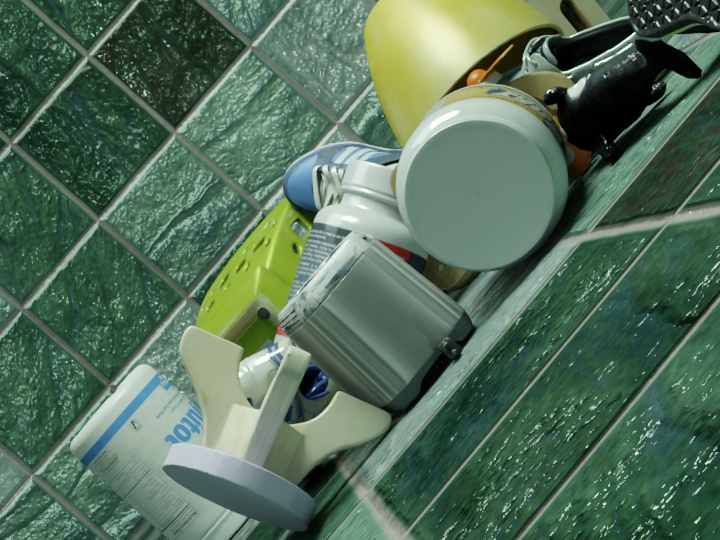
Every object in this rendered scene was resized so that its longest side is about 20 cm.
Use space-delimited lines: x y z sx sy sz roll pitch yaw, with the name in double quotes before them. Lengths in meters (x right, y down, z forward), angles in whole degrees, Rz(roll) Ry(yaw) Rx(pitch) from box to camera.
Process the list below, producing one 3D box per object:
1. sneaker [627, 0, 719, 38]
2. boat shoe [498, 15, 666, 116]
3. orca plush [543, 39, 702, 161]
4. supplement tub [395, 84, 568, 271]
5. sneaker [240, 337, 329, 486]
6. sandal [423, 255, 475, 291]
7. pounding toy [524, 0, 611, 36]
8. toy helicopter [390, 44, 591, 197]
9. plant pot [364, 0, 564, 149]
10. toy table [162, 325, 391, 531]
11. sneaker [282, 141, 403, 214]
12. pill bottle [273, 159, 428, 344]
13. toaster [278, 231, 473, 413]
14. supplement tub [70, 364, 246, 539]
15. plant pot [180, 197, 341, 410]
"sneaker" 0.281 -0.217 1.322 0.082 0.072 0.200 -7 7 -22
"boat shoe" 0.190 -0.195 1.648 0.200 0.072 0.070 -15 43 27
"orca plush" 0.222 -0.128 1.462 0.105 0.071 0.200 1 -13 -28
"supplement tub" 0.106 -0.079 1.489 0.145 0.145 0.200 -48 3 13
"sneaker" -0.059 0.132 1.597 0.088 0.075 0.200 -34 -29 -4
"sandal" 0.107 -0.080 1.700 0.070 0.077 0.213 9 -73 -55
"pounding toy" 0.225 -0.263 2.068 0.142 0.200 0.184 -50 17 -23
"toy helicopter" 0.114 -0.124 1.625 0.199 0.133 0.079 -25 9 15
"plant pot" 0.086 -0.222 1.764 0.200 0.142 0.200 -35 -19 -14
"toy table" -0.078 0.133 1.409 0.118 0.183 0.200 -67 14 -15
"sneaker" -0.008 -0.086 1.847 0.199 0.081 0.146 -2 14 18
"pill bottle" 0.000 0.000 1.705 0.120 0.119 0.201 159 129 -85
"toaster" 0.009 0.045 1.475 0.114 0.129 0.200 -50 3 -9
"supplement tub" -0.210 0.214 1.934 0.132 0.200 0.132 -49 3 3
"plant pot" -0.075 0.066 1.954 0.200 0.199 0.182 -48 8 33
